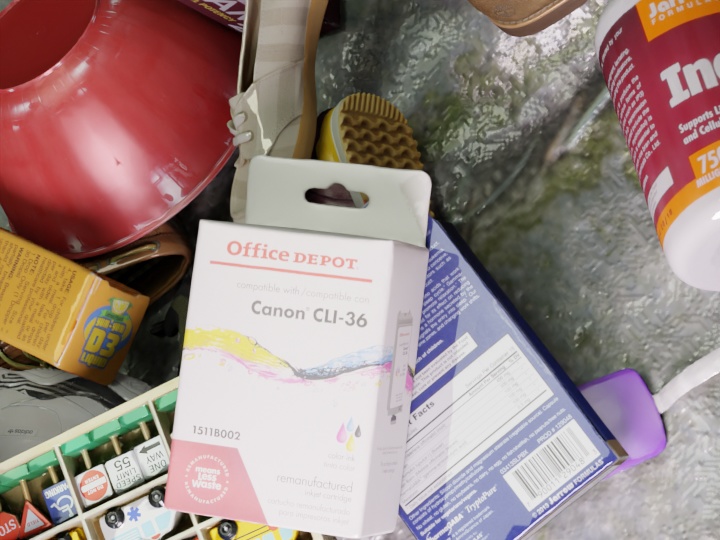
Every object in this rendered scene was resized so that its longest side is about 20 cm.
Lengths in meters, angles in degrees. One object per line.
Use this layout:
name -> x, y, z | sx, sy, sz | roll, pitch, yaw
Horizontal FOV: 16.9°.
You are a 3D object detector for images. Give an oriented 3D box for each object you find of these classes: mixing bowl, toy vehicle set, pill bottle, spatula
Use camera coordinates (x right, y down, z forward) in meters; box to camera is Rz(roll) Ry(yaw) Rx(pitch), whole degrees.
mixing bowl -> -0.175, -0.118, 1.540 | 0.200, 0.108, 0.200 | -23, 42, 22
toy vehicle set -> -0.124, 0.140, 1.390 | 0.200, 0.027, 0.124 | -26, 76, 14
pill bottle -> 0.192, -0.098, 1.309 | 0.113, 0.113, 0.200 | -29, 59, 23
spatula -> 0.189, 0.054, 1.314 | 0.200, 0.021, 0.057 | -30, 65, 22

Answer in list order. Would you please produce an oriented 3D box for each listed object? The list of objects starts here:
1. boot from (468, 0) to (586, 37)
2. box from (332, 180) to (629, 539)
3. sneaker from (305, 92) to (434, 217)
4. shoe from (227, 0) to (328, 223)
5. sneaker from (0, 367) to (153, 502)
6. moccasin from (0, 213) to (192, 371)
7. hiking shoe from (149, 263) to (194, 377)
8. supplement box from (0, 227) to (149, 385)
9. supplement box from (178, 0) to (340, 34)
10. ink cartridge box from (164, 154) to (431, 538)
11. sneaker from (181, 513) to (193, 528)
boot -> 0.141, -0.214, 1.411 | 0.200, 0.075, 0.074 | -37, 56, 18
box -> 0.041, 0.061, 1.343 | 0.121, 0.032, 0.200 | -40, 77, 14
sneaker -> 0.000, 0.000, 1.443 | 0.090, 0.075, 0.200 | -30, 60, 49
shoe -> -0.056, -0.114, 1.448 | 0.070, 0.053, 0.200 | 156, 126, -65
sneaker -> -0.224, 0.120, 1.502 | 0.200, 0.075, 0.115 | -1, 40, 18
moccasin -> -0.188, 0.035, 1.558 | 0.201, 0.074, 0.078 | -35, 48, 9
hiking shoe -> -0.059, 0.071, 1.459 | 0.101, 0.076, 0.200 | -54, 44, 21
supplement box -> -0.232, 0.004, 1.509 | 0.200, 0.067, 0.069 | 20, 87, 31
supplement box -> -0.068, -0.254, 1.549 | 0.061, 0.109, 0.200 | -16, 64, 35
ink cartridge box -> -0.032, 0.037, 1.317 | 0.116, 0.067, 0.200 | 6, 89, 19
sneaker -> -0.119, 0.182, 1.434 | 0.091, 0.078, 0.200 | 41, 91, 9
